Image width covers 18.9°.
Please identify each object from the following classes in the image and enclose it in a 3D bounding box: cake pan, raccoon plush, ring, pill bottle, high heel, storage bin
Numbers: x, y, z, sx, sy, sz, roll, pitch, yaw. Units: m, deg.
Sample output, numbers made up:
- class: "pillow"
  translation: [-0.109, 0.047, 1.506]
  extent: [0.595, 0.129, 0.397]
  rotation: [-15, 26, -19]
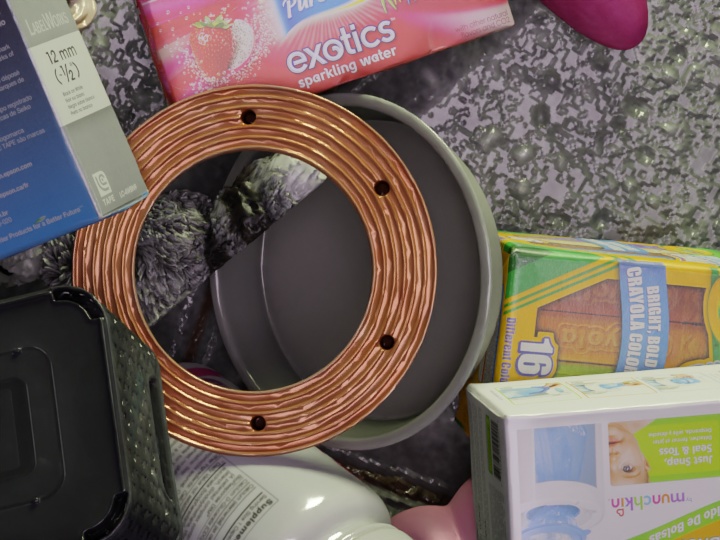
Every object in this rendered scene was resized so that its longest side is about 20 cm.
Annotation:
- class: "cake pan"
  translation: [0.000, 0.000, 1.224]
  extent: [0.200, 0.037, 0.201]
  rotation: [3, 95, 37]
- class: "raccoon plush"
  translation: [-0.131, -0.046, 1.228]
  extent: [0.200, 0.097, 0.134]
  rotation: [-39, 94, 4]
- class: "ring"
  translation: [-0.058, 0.000, 1.170]
  extent: [0.200, 0.019, 0.201]
  rotation: [0, 89, 4]
- class: "pill bottle"
  translation: [-0.055, 0.146, 1.200]
  extent: [0.200, 0.113, 0.114]
  rotation: [34, 92, 34]
- class: "high heel"
  translation: [0.113, -0.214, 1.240]
  extent: [0.067, 0.096, 0.200]
  rotation: [-28, 98, -3]
- class: "storage bin"
  translation: [-0.204, 0.101, 1.112]
  extent: [0.199, 0.094, 0.136]
  rotation: [-13, 70, 8]

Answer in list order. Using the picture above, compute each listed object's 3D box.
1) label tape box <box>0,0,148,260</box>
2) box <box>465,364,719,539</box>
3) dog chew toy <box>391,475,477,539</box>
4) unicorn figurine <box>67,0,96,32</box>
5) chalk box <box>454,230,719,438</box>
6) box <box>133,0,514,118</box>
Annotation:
- class: "label tape box"
  translation: [-0.218, -0.102, 1.141]
  extent: [0.143, 0.066, 0.201]
  rotation: [-19, 96, 25]
- class: "box"
  translation: [0.166, 0.114, 1.154]
  extent: [0.199, 0.101, 0.113]
  rotation: [-5, 97, -8]
- class: "dog chew toy"
  translation: [0.057, 0.186, 1.263]
  extent: [0.199, 0.125, 0.125]
  rotation: [-20, 98, -2]
- class: "unicorn figurine"
  translation: [-0.188, -0.223, 1.223]
  extent: [0.137, 0.074, 0.201]
  rotation: [-7, 111, -15]
- class: "chalk box"
  translation: [0.166, 0.049, 1.260]
  extent: [0.199, 0.124, 0.125]
  rotation: [4, 96, -7]
- class: "box"
  translation: [-0.025, -0.154, 1.230]
  extent: [0.199, 0.095, 0.100]
  rotation: [-19, 97, -4]
